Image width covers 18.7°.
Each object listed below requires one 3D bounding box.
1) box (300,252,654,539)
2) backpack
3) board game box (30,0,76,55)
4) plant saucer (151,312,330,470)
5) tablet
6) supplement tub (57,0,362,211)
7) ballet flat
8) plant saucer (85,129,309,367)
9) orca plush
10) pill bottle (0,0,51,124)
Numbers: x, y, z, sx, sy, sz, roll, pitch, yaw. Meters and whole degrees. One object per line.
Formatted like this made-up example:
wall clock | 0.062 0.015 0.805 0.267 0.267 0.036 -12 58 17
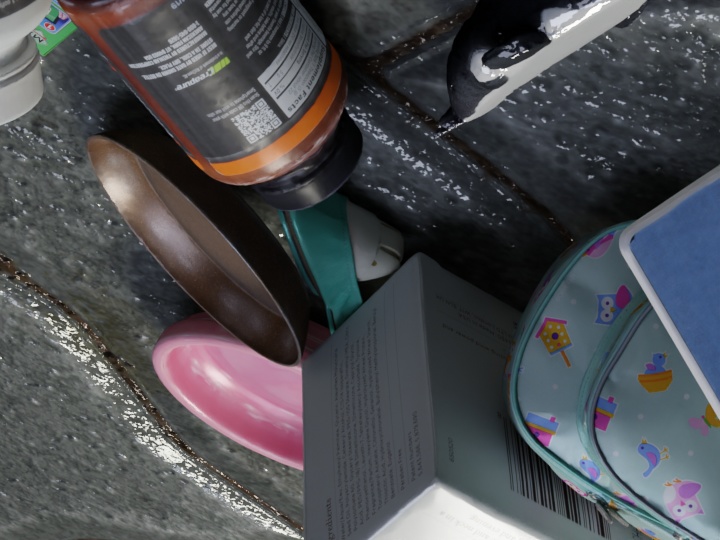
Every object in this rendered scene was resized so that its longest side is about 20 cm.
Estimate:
box | 0.076 0.131 1.383 0.199 0.200 0.131 29 126 -27
backpack | 0.183 0.065 1.268 0.200 0.176 0.153 30 -176 6
board game box | -0.232 -0.214 1.274 0.200 0.029 0.135 35 150 -20
plant saucer | -0.053 0.084 1.597 0.200 0.051 0.201 21 155 10
tablet | 0.238 0.031 1.184 0.200 0.130 0.014 58 174 -11
supplement tub | -0.077 -0.121 1.234 0.107 0.107 0.200 -1 142 37
ballet flat | 0.000 0.000 1.435 0.070 0.067 0.200 -10 143 8
plant saucer | -0.099 -0.021 1.425 0.200 0.034 0.200 43 165 14
orca plush | 0.087 -0.142 1.143 0.071 0.105 0.200 64 163 6
pill bottle | -0.226 -0.180 1.172 0.111 0.111 0.200 9 123 25
